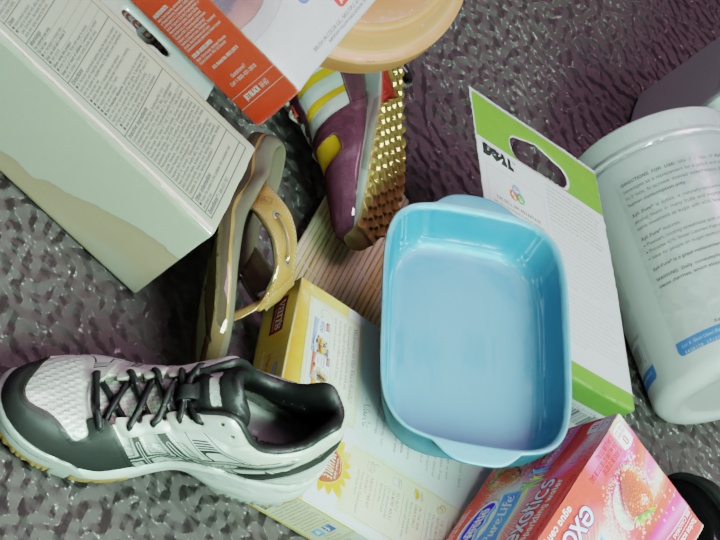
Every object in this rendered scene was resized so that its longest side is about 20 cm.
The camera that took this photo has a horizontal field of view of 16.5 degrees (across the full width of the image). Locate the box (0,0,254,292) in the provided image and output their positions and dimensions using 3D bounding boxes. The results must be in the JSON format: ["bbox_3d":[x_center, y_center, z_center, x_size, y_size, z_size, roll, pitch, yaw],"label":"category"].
[{"bbox_3d":[-0.166,-0.095,1.444,0.200,0.078,0.095,44,37,-15],"label":"box"}]

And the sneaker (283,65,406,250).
[{"bbox_3d":[-0.020,-0.105,1.633,0.075,0.089,0.202,57,32,-61],"label":"sneaker"}]

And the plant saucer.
[{"bbox_3d":[-0.014,-0.225,1.599,0.199,0.032,0.202,11,67,-27],"label":"plant saucer"}]

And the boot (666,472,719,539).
[{"bbox_3d":[0.184,0.212,1.606,0.157,0.079,0.212,22,47,-38],"label":"boot"}]

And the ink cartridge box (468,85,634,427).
[{"bbox_3d":[0.102,0.000,1.673,0.147,0.076,0.201,29,43,-39],"label":"ink cartridge box"}]

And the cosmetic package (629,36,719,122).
[{"bbox_3d":[0.343,-0.092,1.935,0.199,0.200,0.123,45,34,-15],"label":"cosmetic package"}]

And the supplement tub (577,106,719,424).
[{"bbox_3d":[0.242,-0.002,1.805,0.131,0.132,0.201,6,58,-47],"label":"supplement tub"}]

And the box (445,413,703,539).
[{"bbox_3d":[0.102,0.191,1.457,0.095,0.102,0.200,52,49,-16],"label":"box"}]

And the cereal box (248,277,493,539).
[{"bbox_3d":[0.016,0.114,1.512,0.199,0.039,0.145,34,47,-29],"label":"cereal box"}]

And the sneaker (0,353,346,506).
[{"bbox_3d":[-0.100,0.072,1.355,0.199,0.088,0.076,9,58,-26],"label":"sneaker"}]

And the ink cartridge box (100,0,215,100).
[{"bbox_3d":[-0.130,-0.175,1.561,0.116,0.067,0.201,44,37,-16],"label":"ink cartridge box"}]

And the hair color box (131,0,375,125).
[{"bbox_3d":[-0.090,-0.200,1.486,0.200,0.064,0.111,44,56,-8],"label":"hair color box"}]

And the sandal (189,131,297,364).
[{"bbox_3d":[-0.062,-0.013,1.493,0.054,0.081,0.201,15,37,0],"label":"sandal"}]

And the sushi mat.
[{"bbox_3d":[0.000,0.000,1.620,0.096,0.012,0.200,45,36,-13],"label":"sushi mat"}]

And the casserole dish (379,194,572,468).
[{"bbox_3d":[0.066,0.043,1.519,0.120,0.039,0.201,10,51,-10],"label":"casserole dish"}]

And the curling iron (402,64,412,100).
[{"bbox_3d":[-0.022,-0.203,1.746,0.049,0.025,0.201,-17,75,-58],"label":"curling iron"}]
